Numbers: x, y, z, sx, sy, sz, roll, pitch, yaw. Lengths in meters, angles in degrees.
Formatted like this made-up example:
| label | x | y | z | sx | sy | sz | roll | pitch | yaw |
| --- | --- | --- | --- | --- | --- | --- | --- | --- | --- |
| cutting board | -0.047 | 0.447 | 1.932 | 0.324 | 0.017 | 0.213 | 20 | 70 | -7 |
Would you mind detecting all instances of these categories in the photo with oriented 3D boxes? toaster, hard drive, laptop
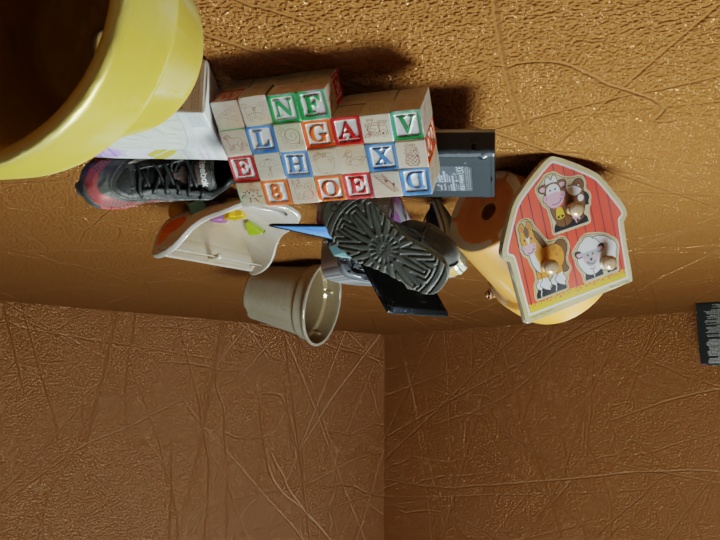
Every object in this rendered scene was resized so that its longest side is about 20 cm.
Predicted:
| label | x | y | z | sx | sy | sz | roll | pitch | yaw |
| --- | --- | --- | --- | --- | --- | --- | --- | --- | --- |
| toaster | 0.009 | -0.027 | 1.373 | 0.200 | 0.114 | 0.129 | 3 | 173 | -22 |
| hard drive | 0.048 | -0.116 | 0.827 | 0.200 | 0.033 | 0.140 | 1 | 167 | 10 |
| laptop | 0.000 | 0.000 | 1.011 | 0.103 | 0.200 | 0.177 | -37 | 159 | 23 |

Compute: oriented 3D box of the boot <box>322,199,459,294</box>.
| label | x | y | z | sx | sy | sz | roll | pitch | yaw |
| --- | --- | --- | --- | --- | --- | --- | --- | --- | --- |
| boot | 0.048 | -0.045 | 0.943 | 0.182 | 0.073 | 0.200 | 39 | -160 | -1 |

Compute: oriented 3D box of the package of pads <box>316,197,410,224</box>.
| label | x | y | z | sx | sy | sz | roll | pitch | yaw |
| --- | --- | --- | --- | --- | --- | --- | --- | --- | --- |
| package of pads | 0.010 | -0.078 | 1.182 | 0.120 | 0.076 | 0.200 | 1 | 171 | 11 |

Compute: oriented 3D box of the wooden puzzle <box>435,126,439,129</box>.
| label | x | y | z | sx | sy | sz | roll | pitch | yaw |
| --- | --- | --- | --- | --- | --- | --- | --- | --- | --- |
| wooden puzzle | 0.005 | -0.141 | 0.890 | 0.185 | 0.046 | 0.200 | -9 | 167 | 44 |

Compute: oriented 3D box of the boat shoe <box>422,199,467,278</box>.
| label | x | y | z | sx | sy | sz | roll | pitch | yaw |
| --- | --- | --- | --- | --- | --- | --- | --- | --- | --- |
| boat shoe | 0.116 | -0.048 | 1.129 | 0.062 | 0.200 | 0.075 | -29 | 116 | 16 |

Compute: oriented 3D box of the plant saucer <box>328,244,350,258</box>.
| label | x | y | z | sx | sy | sz | roll | pitch | yaw |
| --- | --- | --- | --- | --- | --- | --- | --- | --- | --- |
| plant saucer | 0.047 | -0.024 | 1.220 | 0.200 | 0.019 | 0.070 | 7 | 168 | -39 |

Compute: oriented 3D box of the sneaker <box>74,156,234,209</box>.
| label | x | y | z | sx | sy | sz | roll | pitch | yaw |
| --- | --- | --- | --- | --- | --- | --- | --- | --- | --- |
| sneaker | -0.222 | -0.112 | 0.864 | 0.200 | 0.071 | 0.098 | -16 | -164 | -42 |

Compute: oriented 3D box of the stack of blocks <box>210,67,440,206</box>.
| label | x | y | z | sx | sy | sz | roll | pitch | yaw |
| --- | --- | --- | --- | --- | --- | --- | --- | --- | --- |
| stack of blocks | -0.031 | -0.131 | 0.726 | 0.200 | 0.115 | 0.059 | -2 | -147 | 17 |

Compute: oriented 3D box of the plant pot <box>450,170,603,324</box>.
| label | x | y | z | sx | sy | sz | roll | pitch | yaw |
| --- | --- | --- | --- | --- | --- | --- | --- | --- | --- |
| plant pot | 0.234 | -0.047 | 1.067 | 0.183 | 0.200 | 0.200 | 28 | 155 | -36 |

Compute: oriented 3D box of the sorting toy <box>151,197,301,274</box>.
| label | x | y | z | sx | sy | sz | roll | pitch | yaw |
| --- | --- | --- | --- | --- | --- | --- | --- | --- | --- |
| sorting toy | -0.195 | -0.073 | 1.184 | 0.180 | 0.107 | 0.200 | -17 | 161 | 39 |

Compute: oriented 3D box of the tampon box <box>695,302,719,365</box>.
| label | x | y | z | sx | sy | sz | roll | pitch | yaw |
| --- | --- | --- | --- | --- | --- | --- | --- | --- | --- |
| tampon box | 1.181 | 0.211 | 2.443 | 0.126 | 0.200 | 0.150 | -6 | 168 | 33 |

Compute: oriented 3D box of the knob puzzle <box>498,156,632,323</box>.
| label | x | y | z | sx | sy | sz | roll | pitch | yaw |
| --- | --- | --- | --- | --- | --- | --- | --- | --- | --- |
| knob puzzle | 0.272 | -0.051 | 0.976 | 0.220 | 0.220 | 0.030 | 4 | -175 | -20 |

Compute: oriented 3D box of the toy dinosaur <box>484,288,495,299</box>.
| label | x | y | z | sx | sy | sz | roll | pitch | yaw |
| --- | --- | --- | --- | --- | --- | --- | --- | --- | --- |
| toy dinosaur | 0.273 | -0.026 | 1.265 | 0.102 | 0.136 | 0.200 | -25 | -160 | 34 |

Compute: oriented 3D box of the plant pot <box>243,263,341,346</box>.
| label | x | y | z | sx | sy | sz | roll | pitch | yaw |
| --- | --- | --- | --- | --- | --- | --- | --- | --- | --- |
| plant pot | -0.169 | 0.064 | 1.774 | 0.183 | 0.201 | 0.200 | 10 | 174 | 22 |

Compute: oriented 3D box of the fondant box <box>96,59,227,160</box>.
| label | x | y | z | sx | sy | sz | roll | pitch | yaw |
| --- | --- | --- | --- | --- | --- | --- | --- | --- | --- |
| fondant box | -0.243 | -0.161 | 0.760 | 0.200 | 0.058 | 0.144 | 2 | 171 | 0 |

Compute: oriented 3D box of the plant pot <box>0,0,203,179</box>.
| label | x | y | z | sx | sy | sz | roll | pitch | yaw |
| --- | --- | --- | --- | --- | --- | --- | --- | --- | --- |
| plant pot | -0.189 | -0.153 | 0.451 | 0.201 | 0.201 | 0.189 | -1 | -175 | 10 |
